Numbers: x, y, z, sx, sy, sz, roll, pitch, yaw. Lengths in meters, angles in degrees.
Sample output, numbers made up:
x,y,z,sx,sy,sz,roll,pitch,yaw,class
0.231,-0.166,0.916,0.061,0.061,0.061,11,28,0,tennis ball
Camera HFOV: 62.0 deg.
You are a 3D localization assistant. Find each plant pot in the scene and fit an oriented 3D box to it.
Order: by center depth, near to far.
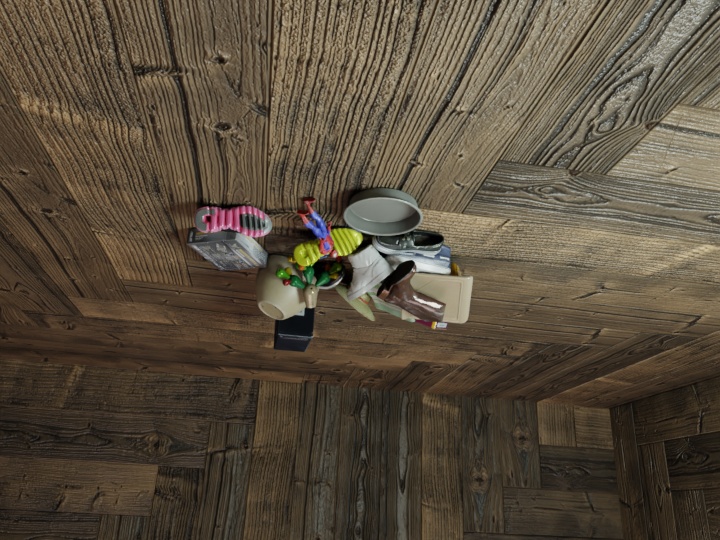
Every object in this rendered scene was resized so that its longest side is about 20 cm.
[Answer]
x,y,z,sx,sy,sz,roll,pitch,yaw,class
-0.241,0.069,1.824,0.197,0.136,0.201,19,148,12,plant pot

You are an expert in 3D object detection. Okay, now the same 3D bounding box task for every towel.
x,y,z,sx,sy,sz,roll,pitch,yaw,class
0.070,0.077,1.781,0.151,0.024,0.201,21,156,37,towel

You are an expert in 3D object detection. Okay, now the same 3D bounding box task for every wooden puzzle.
x,y,z,sx,sy,sz,roll,pitch,yaw,class
0.214,0.074,1.701,0.196,0.038,0.187,1,134,5,wooden puzzle

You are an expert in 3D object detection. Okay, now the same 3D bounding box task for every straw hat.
x,y,z,sx,sy,sz,roll,pitch,yaw,class
0.000,0.063,1.916,0.085,0.201,0.201,-48,143,5,straw hat

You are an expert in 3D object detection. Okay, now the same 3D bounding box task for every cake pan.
x,y,z,sx,sy,sz,roll,pitch,yaw,class
0.056,-0.145,1.485,0.196,0.037,0.201,3,158,1,cake pan

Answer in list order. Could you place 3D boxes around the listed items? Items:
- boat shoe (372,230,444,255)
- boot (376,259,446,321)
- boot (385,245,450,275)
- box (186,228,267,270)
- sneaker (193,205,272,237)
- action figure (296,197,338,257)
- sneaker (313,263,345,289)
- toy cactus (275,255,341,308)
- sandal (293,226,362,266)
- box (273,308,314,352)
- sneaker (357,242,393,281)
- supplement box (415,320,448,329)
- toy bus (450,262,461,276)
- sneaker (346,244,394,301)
x,y,z,sx,sy,sz,roll,pitch,yaw,class
0.130,-0.083,1.601,0.196,0.070,0.057,3,151,-16,boat shoe
0.168,0.065,1.625,0.198,0.065,0.186,28,143,-15,boot
0.161,-0.040,1.661,0.197,0.092,0.073,14,158,-21,boot
-0.380,-0.063,1.723,0.156,0.049,0.200,-5,157,17,box
-0.327,-0.128,1.556,0.196,0.081,0.095,7,180,-7,sneaker
-0.099,-0.098,1.533,0.051,0.066,0.201,4,146,23,action figure
-0.140,0.013,1.849,0.198,0.077,0.087,-15,146,37,sneaker
-0.142,0.027,1.732,0.197,0.168,0.102,-12,-160,-27,toy cactus
-0.085,-0.075,1.650,0.197,0.081,0.087,-12,-169,16,sandal
-0.224,0.152,2.022,0.121,0.203,0.199,6,157,-9,box
0.080,-0.027,1.714,0.198,0.077,0.113,18,156,-26,sneaker
0.183,0.116,1.917,0.198,0.087,0.110,19,-177,30,supplement box
0.205,0.045,1.756,0.198,0.066,0.078,-20,145,28,toy bus
0.000,0.000,1.659,0.116,0.074,0.200,51,135,0,sneaker
